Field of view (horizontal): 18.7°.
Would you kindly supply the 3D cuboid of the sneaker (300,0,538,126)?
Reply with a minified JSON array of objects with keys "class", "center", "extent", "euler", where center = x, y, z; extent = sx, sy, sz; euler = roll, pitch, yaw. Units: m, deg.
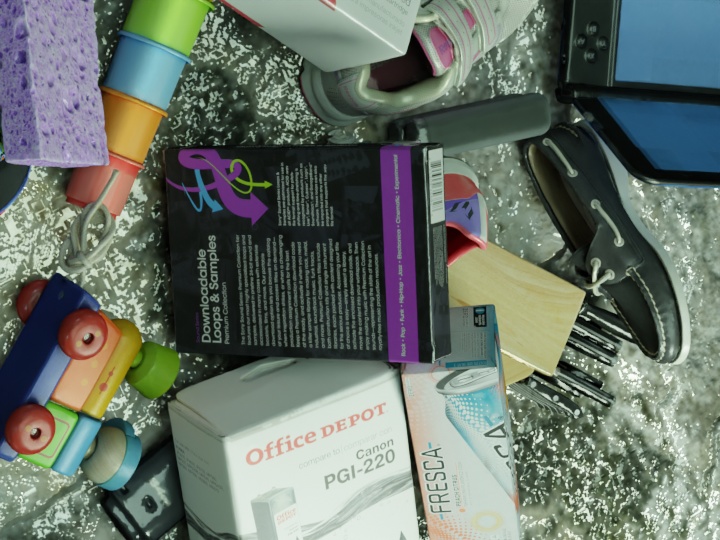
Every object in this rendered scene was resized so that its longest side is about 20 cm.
[{"class":"sneaker","center":[0.057,-0.165,1.534],"extent":[0.200,0.088,0.081],"euler":[-39,111,-8]}]

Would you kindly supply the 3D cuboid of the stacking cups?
[{"class":"stacking cups","center":[-0.149,-0.134,1.472],"extent":[0.060,0.060,0.200],"euler":[24,90,-26]}]

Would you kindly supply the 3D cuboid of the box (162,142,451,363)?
[{"class":"box","center":[-0.037,-0.014,1.470],"extent":[0.036,0.200,0.143],"euler":[-18,108,-64]}]

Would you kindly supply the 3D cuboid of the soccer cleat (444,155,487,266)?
[{"class":"soccer cleat","center":[0.000,0.000,1.501],"extent":[0.200,0.073,0.068],"euler":[-33,136,17]}]

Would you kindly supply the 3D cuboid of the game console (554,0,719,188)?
[{"class":"game console","center":[0.258,-0.149,1.622],"extent":[0.200,0.118,0.171],"euler":[1,96,-31]}]

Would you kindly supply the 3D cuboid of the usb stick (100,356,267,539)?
[{"class":"usb stick","center":[-0.093,0.115,1.536],"extent":[0.200,0.033,0.056],"euler":[-39,111,-17]}]

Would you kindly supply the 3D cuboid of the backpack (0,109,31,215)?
[{"class":"backpack","center":[-0.304,-0.089,1.354],"extent":[0.200,0.134,0.183],"euler":[-42,117,-51]}]

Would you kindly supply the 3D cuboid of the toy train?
[{"class":"toy train","center":[-0.166,0.045,1.461],"extent":[0.116,0.085,0.200],"euler":[30,89,-37]}]

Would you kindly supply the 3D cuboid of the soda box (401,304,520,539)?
[{"class":"soda box","center":[0.072,0.117,1.540],"extent":[0.068,0.064,0.200],"euler":[-5,134,6]}]

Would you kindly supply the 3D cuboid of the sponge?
[{"class":"sponge","center":[-0.203,-0.166,1.397],"extent":[0.030,0.112,0.200],"euler":[-6,89,16]}]

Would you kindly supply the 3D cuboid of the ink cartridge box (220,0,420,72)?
[{"class":"ink cartridge box","center":[-0.019,-0.257,1.463],"extent":[0.145,0.083,0.200],"euler":[30,66,-35]}]

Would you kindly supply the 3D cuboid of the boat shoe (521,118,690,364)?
[{"class":"boat shoe","center":[0.178,-0.018,1.597],"extent":[0.060,0.074,0.200],"euler":[-14,73,-24]}]

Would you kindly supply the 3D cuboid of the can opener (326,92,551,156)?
[{"class":"can opener","center":[0.045,-0.084,1.570],"extent":[0.200,0.053,0.067],"euler":[-19,103,-26]}]

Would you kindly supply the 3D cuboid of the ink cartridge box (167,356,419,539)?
[{"class":"ink cartridge box","center":[-0.041,0.163,1.513],"extent":[0.145,0.085,0.200],"euler":[-20,115,-27]}]

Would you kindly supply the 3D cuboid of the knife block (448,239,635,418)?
[{"class":"knife block","center":[0.119,0.020,1.611],"extent":[0.175,0.064,0.200],"euler":[-23,105,-23]}]
